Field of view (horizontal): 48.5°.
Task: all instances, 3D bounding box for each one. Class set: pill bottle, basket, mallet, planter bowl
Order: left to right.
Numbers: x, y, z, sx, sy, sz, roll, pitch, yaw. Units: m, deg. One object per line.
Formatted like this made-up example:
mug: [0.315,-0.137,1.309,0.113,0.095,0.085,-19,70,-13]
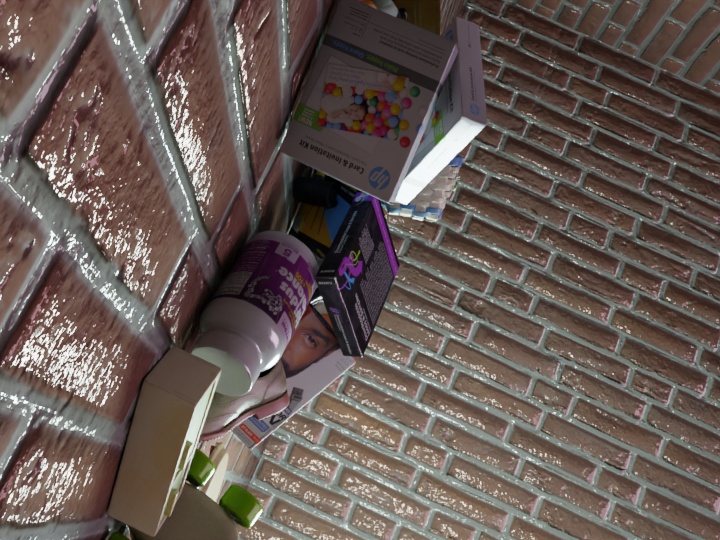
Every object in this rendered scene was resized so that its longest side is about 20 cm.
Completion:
pill bottle: [-0.131,0.053,0.991,0.113,0.111,0.201,111,3,-46]
mallet: [-0.058,-0.195,1.239,0.041,0.065,0.204,46,50,-66]
planter bowl: [0.075,-0.394,1.313,0.200,0.082,0.204,179,-90,-84]
basket: [0.089,-0.189,1.252,0.177,0.136,0.204,-108,-159,-74]

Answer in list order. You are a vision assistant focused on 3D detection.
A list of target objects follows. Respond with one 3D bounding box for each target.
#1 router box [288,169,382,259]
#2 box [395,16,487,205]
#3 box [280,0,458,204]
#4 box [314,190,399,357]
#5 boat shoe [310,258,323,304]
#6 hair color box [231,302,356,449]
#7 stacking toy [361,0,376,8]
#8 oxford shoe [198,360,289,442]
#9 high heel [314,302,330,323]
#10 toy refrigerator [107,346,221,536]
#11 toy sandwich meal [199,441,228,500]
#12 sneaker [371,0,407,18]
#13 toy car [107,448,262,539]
router box: [-0.044,-0.085,1.282,0.151,0.050,0.200,-68,-153,9]
box: [0.092,-0.204,1.052,0.200,0.041,0.158,-42,-138,53]
box: [0.009,-0.206,0.971,0.203,0.154,0.041,-66,169,8]
box: [0.000,0.000,1.126,0.201,0.035,0.145,-67,147,-46]
boat shoe: [-0.112,0.068,1.180,0.199,0.063,0.073,-38,-146,2]
hair color box: [-0.118,0.144,1.131,0.199,0.111,0.064,-40,-154,1]
stacking toy: [-0.007,-0.267,1.093,0.110,0.114,0.204,-70,172,-83]
oxford shoe: [-0.180,0.163,1.027,0.198,0.070,0.076,-18,112,-43]
high heel: [-0.059,0.062,1.336,0.096,0.066,0.204,123,-26,-69]
toy refrigerator: [-0.219,0.195,0.901,0.076,0.069,0.202,-62,175,-64]
toy sandwich meal: [-0.280,0.373,1.307,0.205,0.069,0.208,19,89,-88]
sneaker: [0.034,-0.328,1.247,0.201,0.073,0.120,86,21,-62]
toy car: [-0.245,0.350,1.060,0.165,0.157,0.200,-51,-178,-30]
